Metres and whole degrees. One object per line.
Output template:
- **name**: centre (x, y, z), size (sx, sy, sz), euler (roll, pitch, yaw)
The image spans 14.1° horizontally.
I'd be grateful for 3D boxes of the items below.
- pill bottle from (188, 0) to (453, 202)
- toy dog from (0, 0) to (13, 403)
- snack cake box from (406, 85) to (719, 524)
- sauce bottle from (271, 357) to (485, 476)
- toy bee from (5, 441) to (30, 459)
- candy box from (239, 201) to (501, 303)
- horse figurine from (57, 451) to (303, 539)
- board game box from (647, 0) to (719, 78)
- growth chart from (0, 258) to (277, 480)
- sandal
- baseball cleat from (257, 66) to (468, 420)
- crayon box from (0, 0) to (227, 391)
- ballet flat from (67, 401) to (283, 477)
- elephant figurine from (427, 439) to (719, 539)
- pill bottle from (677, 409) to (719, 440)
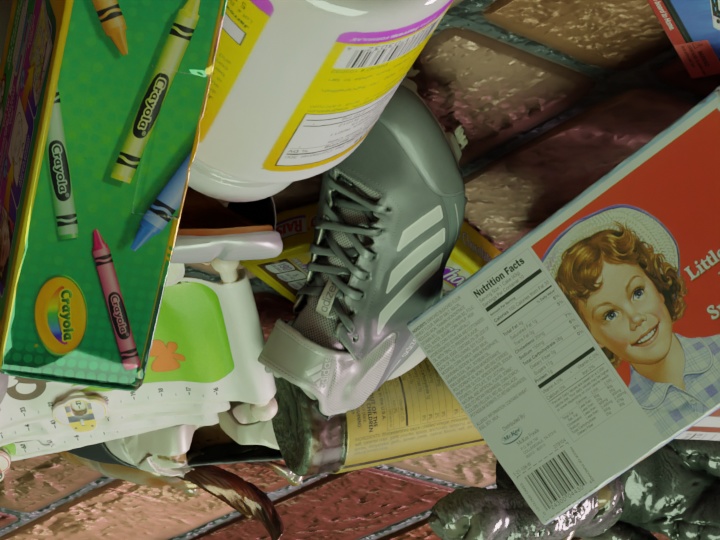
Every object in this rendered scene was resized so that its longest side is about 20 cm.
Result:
- **pill bottle**: centre (-0.028, -0.101, 1.153), size (0.104, 0.105, 0.200), euler (6, 155, -15)
- **toy dog**: centre (-0.157, -0.043, 1.214), size (0.131, 0.201, 0.096), euler (27, 179, 8)
- **snack cake box**: centre (0.132, 0.012, 1.307), size (0.200, 0.115, 0.067), euler (-37, 174, 32)
- **sauce bottle**: centre (0.053, 0.058, 1.479), size (0.199, 0.065, 0.065), euler (-9, 160, -23)
- **toy bee**: centre (-0.185, 0.035, 1.445), size (0.199, 0.109, 0.131), euler (17, 149, -33)
- **candy box**: centre (0.027, 0.010, 1.495), size (0.102, 0.027, 0.200), euler (-17, 151, 24)
- **horse figurine**: centre (-0.120, 0.102, 1.622), size (0.132, 0.050, 0.199), euler (24, 172, -38)
- **board game box**: centre (0.158, -0.137, 1.181), size (0.102, 0.020, 0.200), euler (-10, 154, 18)
- **growth chart**: centre (-0.136, 0.048, 1.380), size (0.199, 0.018, 0.145), euler (-15, 140, 9)
- **sandal**: centre (-0.088, -0.041, 1.307), size (0.079, 0.060, 0.207), euler (-1, -172, -14)
- **baseball cleat**: centre (0.000, 0.000, 1.341), size (0.070, 0.106, 0.201), euler (30, 149, 26)
- **crayon box**: centre (-0.096, -0.073, 1.076), size (0.058, 0.119, 0.201), euler (7, 114, -16)
- **ballet flat**: centre (-0.074, 0.073, 1.519), size (0.199, 0.073, 0.073), euler (-2, 156, 2)
- **elephant figurine**: centre (0.133, 0.100, 1.556), size (0.199, 0.142, 0.155), euler (2, 158, -1)
- **pill bottle**: centre (0.178, 0.027, 1.432), size (0.199, 0.113, 0.112), euler (3, 155, -8)
